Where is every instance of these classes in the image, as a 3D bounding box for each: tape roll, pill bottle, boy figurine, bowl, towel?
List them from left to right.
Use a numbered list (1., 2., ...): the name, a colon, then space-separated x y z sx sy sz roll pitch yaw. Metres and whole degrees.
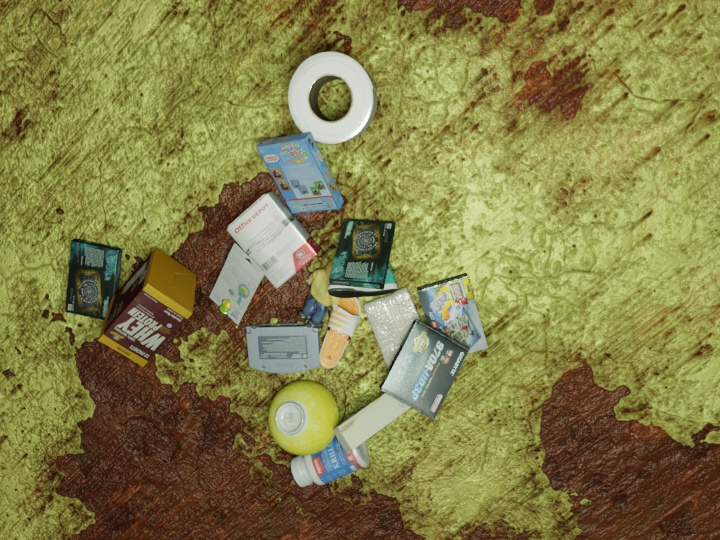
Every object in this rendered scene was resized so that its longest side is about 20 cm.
1. bowl: -0.167 0.388 1.650 0.198 0.108 0.203 -4 78 17
2. boy figurine: -0.092 0.045 1.619 0.124 0.064 0.202 35 105 31
3. pill bottle: -0.085 0.516 1.707 0.198 0.112 0.113 -27 99 10
4. tape roll: -0.062 -0.405 1.482 0.200 0.139 0.205 1 103 6
5. towel: 0.099 0.157 1.648 0.131 0.034 0.202 -22 100 9

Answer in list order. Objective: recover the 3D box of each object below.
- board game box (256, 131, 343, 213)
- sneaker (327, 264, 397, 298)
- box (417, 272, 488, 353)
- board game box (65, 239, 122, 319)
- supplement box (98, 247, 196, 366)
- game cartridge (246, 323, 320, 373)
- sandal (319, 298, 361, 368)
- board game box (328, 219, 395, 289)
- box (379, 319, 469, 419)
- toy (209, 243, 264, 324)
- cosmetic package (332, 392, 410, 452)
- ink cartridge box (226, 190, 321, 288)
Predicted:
1. board game box: -0.144 -0.231 1.511 0.150 0.037 0.201 -1 133 32
2. sneaker: 0.000 0.000 1.566 0.198 0.083 0.122 -2 74 -34
3. box: 0.239 0.122 1.624 0.135 0.038 0.202 -16 101 9
4. board game box: -0.721 0.027 1.691 0.134 0.028 0.202 12 102 2
5. supplement box: -0.537 0.091 1.594 0.132 0.198 0.200 38 105 -27
6. game cartridge: -0.207 0.211 1.690 0.197 0.042 0.135 -1 107 6
7. sandal: -0.053 0.164 1.639 0.078 0.059 0.209 18 94 -2
8. board game box: 0.006 -0.044 1.534 0.133 0.202 0.028 5 140 11
9. box: 0.161 0.250 1.587 0.158 0.046 0.201 29 85 -1
10. toy: -0.314 0.034 1.634 0.115 0.047 0.201 42 122 13
11. cosmetic package: 0.031 0.383 1.623 0.199 0.105 0.071 -31 79 -20
12. ink cartridge box: -0.219 -0.081 1.599 0.146 0.083 0.201 -38 97 12
